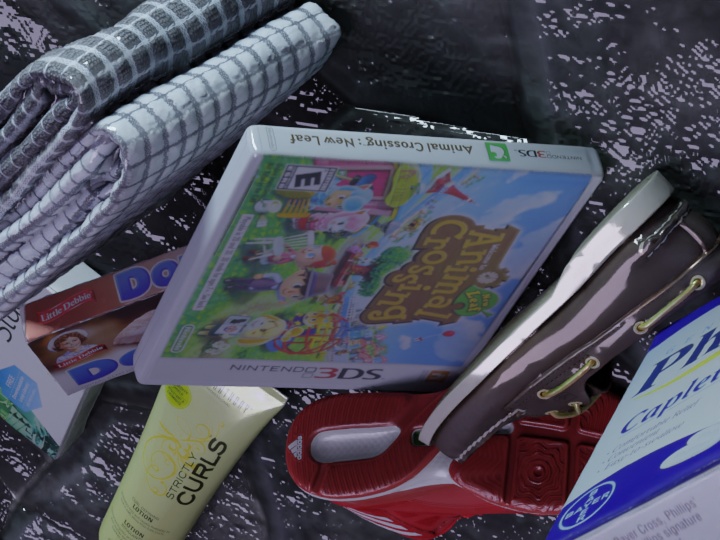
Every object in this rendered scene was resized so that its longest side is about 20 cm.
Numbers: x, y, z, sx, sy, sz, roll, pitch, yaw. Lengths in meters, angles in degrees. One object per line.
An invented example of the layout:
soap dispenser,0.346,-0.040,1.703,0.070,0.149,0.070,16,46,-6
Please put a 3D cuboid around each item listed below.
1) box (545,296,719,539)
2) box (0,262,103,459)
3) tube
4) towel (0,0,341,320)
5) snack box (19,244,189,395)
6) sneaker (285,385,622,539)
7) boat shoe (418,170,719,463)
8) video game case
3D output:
box,0.197,0.071,1.016,0.184,0.200,0.105,-32,100,32
box,-0.238,0.011,1.474,0.200,0.036,0.145,38,139,8
tube,-0.108,0.111,1.446,0.058,0.052,0.200,8,139,-22
towel,-0.124,-0.073,1.210,0.086,0.165,0.200,53,139,-1
snack box,-0.070,0.008,1.230,0.072,0.199,0.024,65,-175,-63
sneaker,0.069,0.102,1.295,0.199,0.079,0.116,4,165,16
boat shoe,0.102,0.037,1.176,0.059,0.072,0.200,42,123,2
video game case,0.000,0.000,1.190,0.200,0.181,0.022,121,144,-49
